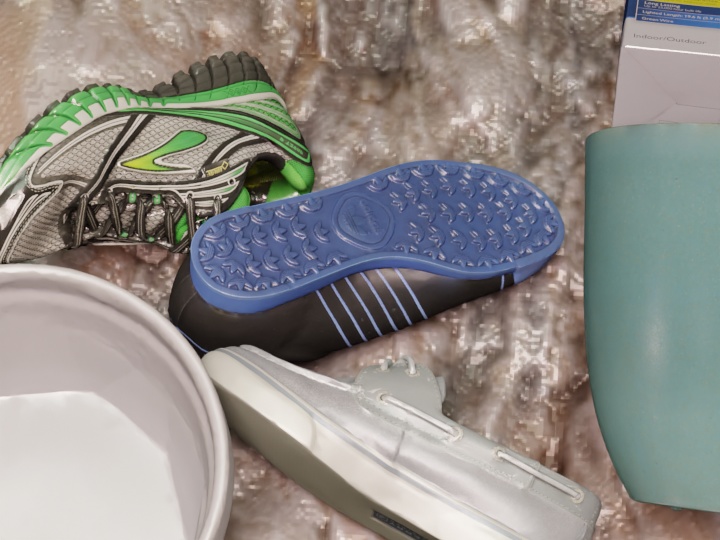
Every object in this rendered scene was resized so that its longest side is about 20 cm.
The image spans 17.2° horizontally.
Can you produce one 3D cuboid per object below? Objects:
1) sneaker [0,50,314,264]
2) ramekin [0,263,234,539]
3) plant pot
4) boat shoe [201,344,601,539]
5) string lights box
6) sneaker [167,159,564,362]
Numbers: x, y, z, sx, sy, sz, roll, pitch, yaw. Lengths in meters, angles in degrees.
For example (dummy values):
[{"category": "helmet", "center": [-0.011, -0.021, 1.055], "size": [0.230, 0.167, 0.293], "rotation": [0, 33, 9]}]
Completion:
[{"category": "sneaker", "center": [-0.099, -0.043, 1.135], "size": [0.199, 0.078, 0.085], "rotation": [-23, 66, -39]}, {"category": "ramekin", "center": [-0.153, 0.108, 1.086], "size": [0.199, 0.105, 0.201], "rotation": [-1, 65, 3]}, {"category": "plant pot", "center": [0.189, 0.031, 1.057], "size": [0.199, 0.201, 0.162], "rotation": [7, 85, 6]}, {"category": "boat shoe", "center": [0.019, 0.081, 1.104], "size": [0.200, 0.070, 0.072], "rotation": [31, 71, 3]}, {"category": "string lights box", "center": [0.180, -0.131, 1.157], "size": [0.102, 0.059, 0.200], "rotation": [6, 37, 6]}, {"category": "sneaker", "center": [0.000, 0.000, 1.153], "size": [0.199, 0.078, 0.070], "rotation": [-8, 60, -24]}]
